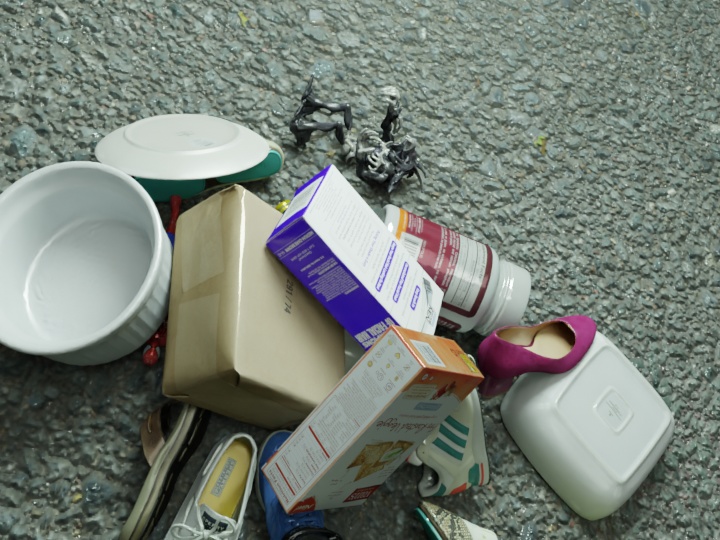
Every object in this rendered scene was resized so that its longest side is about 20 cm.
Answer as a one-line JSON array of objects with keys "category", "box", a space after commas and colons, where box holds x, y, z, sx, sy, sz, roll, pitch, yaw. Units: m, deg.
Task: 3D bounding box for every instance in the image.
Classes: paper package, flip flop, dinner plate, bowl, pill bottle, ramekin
[{"category": "paper package", "box": [-0.103, 0.048, 0.795, 0.190, 0.102, 0.203, 32, 48, -48]}, {"category": "flip flop", "box": [-0.205, 0.182, 0.774, 0.057, 0.081, 0.202, 20, 67, 6]}, {"category": "dinner plate", "box": [-0.204, -0.150, 0.868, 0.197, 0.025, 0.201, 3, 30, -2]}, {"category": "bowl", "box": [0.300, 0.185, 0.947, 0.199, 0.075, 0.201, -38, 85, -28]}, {"category": "pill bottle", "box": [0.101, 0.007, 0.927, 0.198, 0.114, 0.115, 22, 62, -9]}, {"category": "ramekin", "box": [-0.286, 0.000, 0.771, 0.197, 0.098, 0.203, -2, 68, 5]}]

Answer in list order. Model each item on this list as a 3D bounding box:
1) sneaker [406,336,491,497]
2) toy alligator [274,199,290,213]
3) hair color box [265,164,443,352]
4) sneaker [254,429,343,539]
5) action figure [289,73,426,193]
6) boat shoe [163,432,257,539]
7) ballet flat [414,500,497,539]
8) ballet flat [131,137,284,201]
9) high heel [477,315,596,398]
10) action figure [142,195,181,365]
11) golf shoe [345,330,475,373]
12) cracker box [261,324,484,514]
[{"category": "sneaker", "box": [0.085, 0.172, 0.832, 0.092, 0.070, 0.202, -19, 118, -9]}, {"category": "toy alligator", "box": [-0.074, -0.064, 0.929, 0.199, 0.054, 0.060, -34, 82, -28]}, {"category": "hair color box", "box": [0.000, 0.000, 0.798, 0.200, 0.065, 0.110, 47, 35, -17]}, {"category": "sneaker", "box": [-0.058, 0.257, 0.764, 0.076, 0.111, 0.203, 4, 67, -22]}, {"category": "action figure", "box": [0.010, -0.176, 0.981, 0.198, 0.102, 0.120, 24, 51, -7]}, {"category": "boat shoe", "box": [-0.149, 0.257, 0.748, 0.074, 0.086, 0.204, 27, 61, -7]}, {"category": "ballet flat", "box": [0.131, 0.335, 0.823, 0.075, 0.068, 0.202, -23, 81, -13]}, {"category": "ballet flat", "box": [-0.192, -0.131, 0.918, 0.198, 0.070, 0.070, -12, 72, -25]}, {"category": "high heel", "box": [0.220, 0.080, 0.892, 0.199, 0.097, 0.067, -26, 52, -30]}, {"category": "action figure", "box": [-0.215, 0.011, 0.853, 0.065, 0.052, 0.203, 16, 66, -17]}, {"category": "golf shoe", "box": [0.042, 0.092, 0.881, 0.197, 0.097, 0.079, 15, 65, -12]}, {"category": "cracker box", "box": [0.014, 0.150, 0.737, 0.058, 0.200, 0.133, 51, 18, 30]}]
